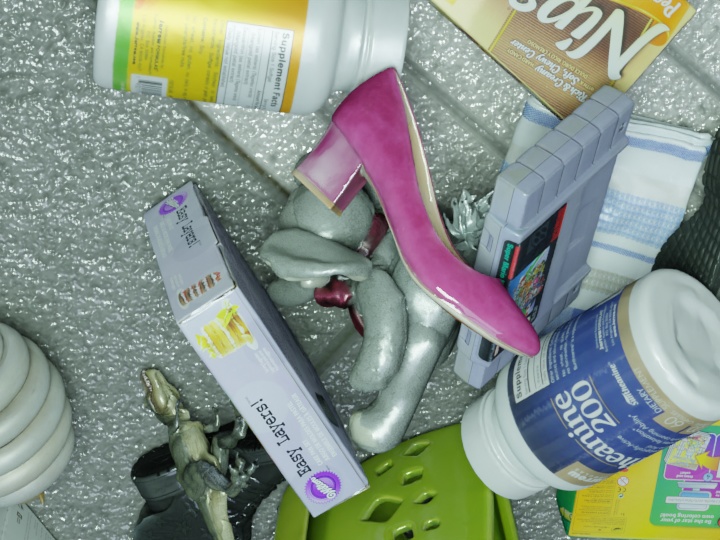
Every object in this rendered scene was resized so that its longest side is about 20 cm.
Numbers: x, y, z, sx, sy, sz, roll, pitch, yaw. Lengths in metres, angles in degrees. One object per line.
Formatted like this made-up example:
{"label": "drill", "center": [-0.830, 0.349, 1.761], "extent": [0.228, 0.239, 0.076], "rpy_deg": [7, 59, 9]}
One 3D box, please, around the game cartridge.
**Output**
{"label": "game cartridge", "center": [0.123, -0.017, 1.127], "extent": [0.038, 0.130, 0.200], "rpy_deg": [31, 143, 19]}

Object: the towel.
{"label": "towel", "center": [0.164, -0.028, 1.233], "extent": [0.146, 0.024, 0.201], "rpy_deg": [12, 116, -9]}

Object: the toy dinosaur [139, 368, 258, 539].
{"label": "toy dinosaur", "center": [-0.109, 0.145, 1.225], "extent": [0.047, 0.201, 0.088], "rpy_deg": [12, 136, -41]}

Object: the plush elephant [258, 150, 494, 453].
{"label": "plush elephant", "center": [0.000, 0.000, 1.166], "extent": [0.154, 0.165, 0.201], "rpy_deg": [25, 128, 7]}

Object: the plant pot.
{"label": "plant pot", "center": [0.032, 0.258, 1.281], "extent": [0.181, 0.200, 0.200], "rpy_deg": [-10, 118, 8]}

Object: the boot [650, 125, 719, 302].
{"label": "boot", "center": [0.298, -0.019, 1.213], "extent": [0.130, 0.068, 0.201], "rpy_deg": [7, 118, -27]}

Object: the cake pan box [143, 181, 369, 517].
{"label": "cake pan box", "center": [-0.076, 0.050, 1.162], "extent": [0.052, 0.200, 0.185], "rpy_deg": [-30, 119, 0]}

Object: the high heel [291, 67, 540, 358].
{"label": "high heel", "center": [0.056, -0.036, 1.055], "extent": [0.200, 0.067, 0.096], "rpy_deg": [42, 91, 14]}

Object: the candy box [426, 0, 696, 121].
{"label": "candy box", "center": [0.114, -0.197, 1.114], "extent": [0.200, 0.055, 0.116], "rpy_deg": [39, 97, -21]}

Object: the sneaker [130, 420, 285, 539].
{"label": "sneaker", "center": [-0.102, 0.178, 1.306], "extent": [0.199, 0.060, 0.105], "rpy_deg": [-17, 116, 11]}

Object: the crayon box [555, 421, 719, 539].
{"label": "crayon box", "center": [0.263, 0.150, 1.311], "extent": [0.199, 0.058, 0.119], "rpy_deg": [3, 117, -5]}

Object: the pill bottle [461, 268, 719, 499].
{"label": "pill bottle", "center": [0.167, 0.090, 1.182], "extent": [0.111, 0.111, 0.200], "rpy_deg": [37, 133, -20]}

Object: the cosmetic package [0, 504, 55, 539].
{"label": "cosmetic package", "center": [-0.267, 0.289, 1.338], "extent": [0.107, 0.085, 0.200], "rpy_deg": [-31, 114, 11]}

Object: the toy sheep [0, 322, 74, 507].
{"label": "toy sheep", "center": [-0.281, 0.102, 1.216], "extent": [0.137, 0.138, 0.200], "rpy_deg": [-16, 135, 5]}

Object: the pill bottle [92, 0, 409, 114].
{"label": "pill bottle", "center": [-0.072, -0.164, 1.099], "extent": [0.199, 0.111, 0.112], "rpy_deg": [7, 117, -7]}
